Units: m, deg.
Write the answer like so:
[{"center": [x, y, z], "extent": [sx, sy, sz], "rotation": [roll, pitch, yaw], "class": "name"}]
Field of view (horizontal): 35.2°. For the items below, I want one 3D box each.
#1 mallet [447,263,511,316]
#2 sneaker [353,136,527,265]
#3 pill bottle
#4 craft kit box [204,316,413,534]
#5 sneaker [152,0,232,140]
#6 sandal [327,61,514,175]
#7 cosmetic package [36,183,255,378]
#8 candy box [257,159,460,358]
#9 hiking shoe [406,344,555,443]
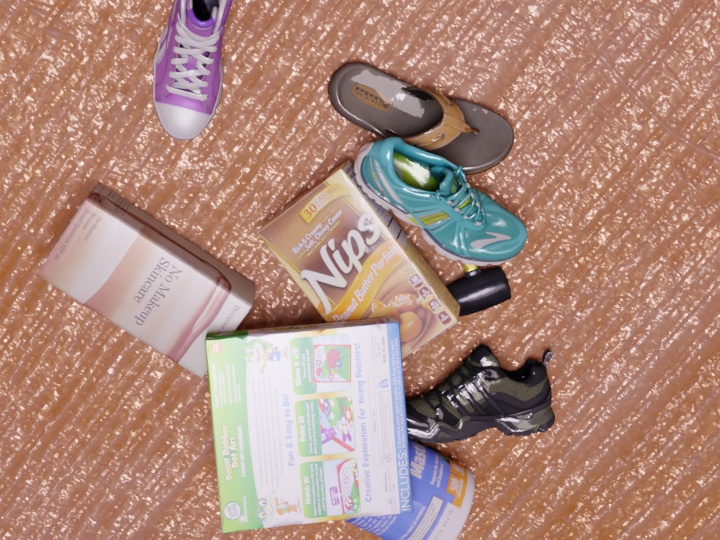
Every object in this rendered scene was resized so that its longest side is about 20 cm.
[{"center": [0.092, -0.044, 1.211], "extent": [0.066, 0.041, 0.201], "rotation": [-28, 101, 7], "class": "mallet"}, {"center": [0.086, -0.068, 1.138], "extent": [0.199, 0.080, 0.078], "rotation": [28, 69, -16], "class": "sneaker"}, {"center": [0.015, 0.226, 1.241], "extent": [0.199, 0.112, 0.112], "rotation": [28, 103, -11], "class": "pill bottle"}, {"center": [-0.052, 0.155, 1.149], "extent": [0.196, 0.049, 0.201], "rotation": [-5, 96, -8], "class": "craft kit box"}, {"center": [-0.165, -0.219, 1.103], "extent": [0.072, 0.114, 0.202], "rotation": [10, 107, -7], "class": "sneaker"}, {"center": [0.063, -0.159, 1.154], "extent": [0.199, 0.055, 0.082], "rotation": [26, 82, -6], "class": "sandal"}, {"center": [-0.219, 0.010, 1.179], "extent": [0.199, 0.087, 0.104], "rotation": [32, 100, -12], "class": "cosmetic package"}, {"center": [0.000, 0.000, 1.187], "extent": [0.115, 0.055, 0.200], "rotation": [-36, 99, 16], "class": "candy box"}, {"center": [0.115, 0.131, 1.248], "extent": [0.199, 0.076, 0.101], "rotation": [-3, 98, -12], "class": "hiking shoe"}]
